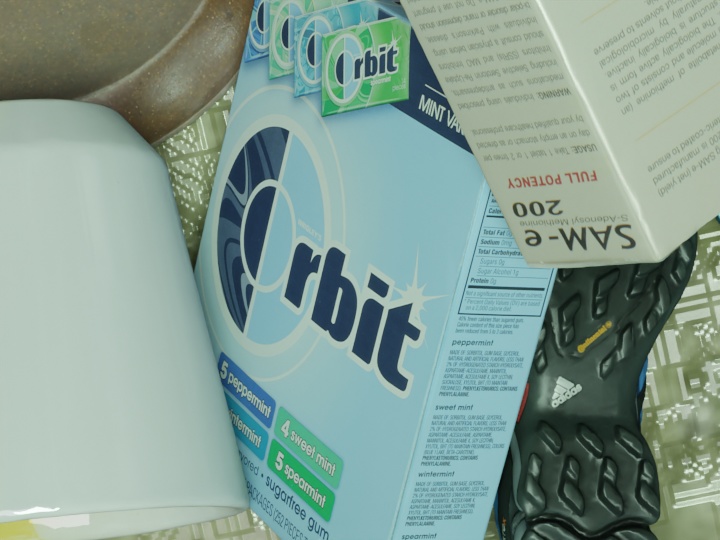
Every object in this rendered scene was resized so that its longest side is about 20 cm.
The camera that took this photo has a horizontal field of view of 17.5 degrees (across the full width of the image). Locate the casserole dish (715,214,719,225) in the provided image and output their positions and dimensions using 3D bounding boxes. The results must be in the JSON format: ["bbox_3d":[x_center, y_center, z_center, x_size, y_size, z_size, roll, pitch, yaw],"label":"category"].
[{"bbox_3d":[0.160,-0.084,0.883,0.121,0.039,0.200,-30,95,-11],"label":"casserole dish"}]

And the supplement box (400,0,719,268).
[{"bbox_3d":[0.072,-0.117,0.719,0.126,0.073,0.200,-34,106,-28],"label":"supplement box"}]

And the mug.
[{"bbox_3d":[-0.140,0.022,0.856,0.186,0.149,0.154,-4,81,-15],"label":"mug"}]

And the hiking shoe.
[{"bbox_3d":[0.079,0.030,0.905,0.074,0.087,0.201,12,77,-10],"label":"hiking shoe"}]

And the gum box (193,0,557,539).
[{"bbox_3d":[0.000,0.000,0.851,0.044,0.170,0.201,3,111,-33],"label":"gum box"}]

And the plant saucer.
[{"bbox_3d":[-0.127,-0.119,0.874,0.199,0.035,0.201,-10,134,-10],"label":"plant saucer"}]
